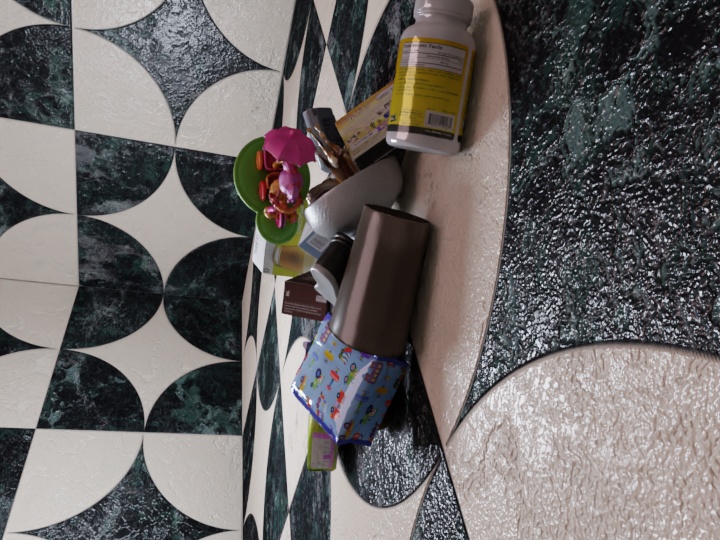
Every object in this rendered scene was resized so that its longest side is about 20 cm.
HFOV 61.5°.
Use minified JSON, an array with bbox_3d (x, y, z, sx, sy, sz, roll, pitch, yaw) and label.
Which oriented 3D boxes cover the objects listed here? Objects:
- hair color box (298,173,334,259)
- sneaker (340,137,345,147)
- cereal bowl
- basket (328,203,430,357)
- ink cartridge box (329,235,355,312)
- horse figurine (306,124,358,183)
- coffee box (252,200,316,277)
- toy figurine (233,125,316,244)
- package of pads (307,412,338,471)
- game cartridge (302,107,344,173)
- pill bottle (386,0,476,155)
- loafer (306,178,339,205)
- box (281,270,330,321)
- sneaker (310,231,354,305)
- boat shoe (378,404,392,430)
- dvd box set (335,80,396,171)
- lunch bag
[{"bbox_3d":[-0.070,-0.134,1.360,0.099,0.060,0.204,-39,27,41],"label":"hair color box"},{"bbox_3d":[0.001,-0.274,1.312,0.105,0.058,0.205,123,145,-56],"label":"sneaker"},{"bbox_3d":[-0.003,-0.118,1.088,0.085,0.197,0.200,59,162,-3],"label":"cereal bowl"},{"bbox_3d":[0.035,0.008,0.966,0.181,0.132,0.206,-99,23,-78],"label":"basket"},{"bbox_3d":[0.000,0.000,1.177,0.136,0.074,0.207,-142,58,-70],"label":"ink cartridge box"},{"bbox_3d":[-0.041,-0.210,1.137,0.050,0.132,0.201,-41,25,10],"label":"horse figurine"},{"bbox_3d":[-0.162,-0.096,1.560,0.200,0.192,0.207,-153,71,-70],"label":"coffee box"},{"bbox_3d":[-0.135,-0.162,1.045,0.184,0.145,0.207,159,107,-70],"label":"toy figurine"},{"bbox_3d":[-0.079,0.309,1.307,0.155,0.066,0.207,-111,25,-76],"label":"package of pads"},{"bbox_3d":[-0.072,-0.281,1.302,0.200,0.040,0.137,-62,-49,-74],"label":"game cartridge"},{"bbox_3d":[0.103,-0.274,0.856,0.112,0.109,0.207,-146,64,-71],"label":"pill bottle"},{"bbox_3d":[-0.055,-0.156,1.236,0.063,0.198,0.073,40,115,21],"label":"loafer"},{"bbox_3d":[-0.095,0.052,1.322,0.200,0.097,0.078,-20,-61,-78],"label":"box"},{"bbox_3d":[-0.032,0.002,1.073,0.100,0.070,0.201,-53,-14,-15],"label":"sneaker"},{"bbox_3d":[0.010,0.186,1.079,0.067,0.072,0.206,131,142,-54],"label":"boat shoe"},{"bbox_3d":[0.032,-0.264,1.085,0.144,0.030,0.202,-33,32,7],"label":"dvd box set"},{"bbox_3d":[-0.040,0.171,1.015,0.198,0.093,0.154,30,95,42],"label":"lunch bag"}]
